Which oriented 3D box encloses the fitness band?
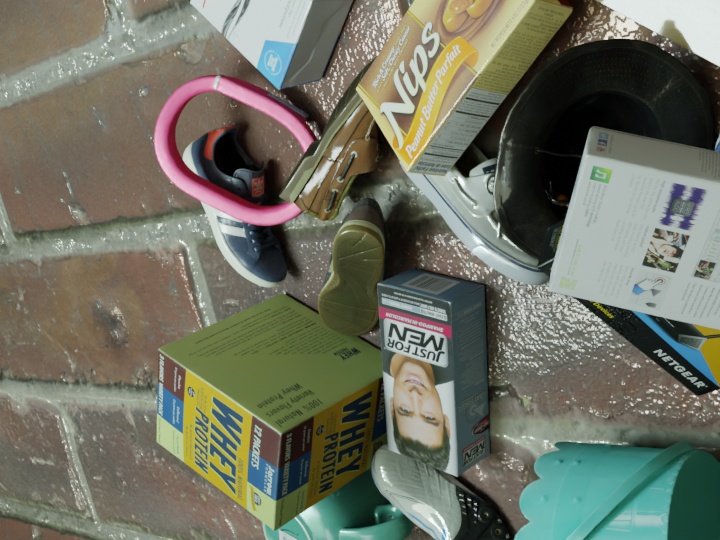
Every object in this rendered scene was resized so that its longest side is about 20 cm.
[{"bbox_3d":[-0.135,-0.134,1.200,0.200,0.037,0.144,27,106,4],"label":"fitness band"}]

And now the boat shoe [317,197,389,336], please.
[{"bbox_3d":[-0.001,-0.001,1.169,0.072,0.066,0.201,18,145,5],"label":"boat shoe"}]

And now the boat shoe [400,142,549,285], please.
[{"bbox_3d":[0.123,-0.079,1.011,0.202,0.075,0.086,52,133,28],"label":"boat shoe"}]

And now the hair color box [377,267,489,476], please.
[{"bbox_3d":[0.078,0.107,1.138,0.099,0.061,0.200,14,118,40],"label":"hair color box"}]

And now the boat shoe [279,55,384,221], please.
[{"bbox_3d":[-0.007,-0.136,1.120,0.068,0.072,0.200,32,125,-10],"label":"boat shoe"}]

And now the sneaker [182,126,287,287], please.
[{"bbox_3d":[-0.133,-0.078,1.260,0.084,0.075,0.200,-30,90,38],"label":"sneaker"}]

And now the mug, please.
[{"bbox_3d":[-0.041,0.296,1.301,0.152,0.114,0.185,55,137,12],"label":"mug"}]

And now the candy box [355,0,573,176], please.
[{"bbox_3d":[0.086,-0.195,0.960,0.200,0.055,0.115,-53,51,35],"label":"candy box"}]

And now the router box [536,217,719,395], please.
[{"bbox_3d":[0.263,0.010,0.846,0.200,0.051,0.149,36,141,-19],"label":"router box"}]

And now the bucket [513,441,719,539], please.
[{"bbox_3d":[0.241,0.246,0.941,0.135,0.207,0.207,-9,101,37],"label":"bucket"}]

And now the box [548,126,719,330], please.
[{"bbox_3d":[0.243,-0.019,0.751,0.200,0.036,0.144,14,140,8],"label":"box"}]

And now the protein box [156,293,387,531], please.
[{"bbox_3d":[-0.094,0.153,1.228,0.200,0.198,0.135,28,126,33],"label":"protein box"}]

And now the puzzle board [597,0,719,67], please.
[{"bbox_3d":[0.274,-0.244,0.822,0.200,0.017,0.151,37,129,27],"label":"puzzle board"}]

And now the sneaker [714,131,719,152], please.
[{"bbox_3d":[0.339,-0.099,0.765,0.076,0.077,0.200,49,142,-10],"label":"sneaker"}]

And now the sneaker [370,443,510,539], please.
[{"bbox_3d":[0.094,0.269,1.201,0.200,0.072,0.072,42,167,15],"label":"sneaker"}]

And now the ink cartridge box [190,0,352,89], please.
[{"bbox_3d":[-0.110,-0.301,1.139,0.200,0.068,0.116,46,133,21],"label":"ink cartridge box"}]

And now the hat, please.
[{"bbox_3d":[0.197,-0.100,0.904,0.081,0.200,0.201,-100,7,-68],"label":"hat"}]
